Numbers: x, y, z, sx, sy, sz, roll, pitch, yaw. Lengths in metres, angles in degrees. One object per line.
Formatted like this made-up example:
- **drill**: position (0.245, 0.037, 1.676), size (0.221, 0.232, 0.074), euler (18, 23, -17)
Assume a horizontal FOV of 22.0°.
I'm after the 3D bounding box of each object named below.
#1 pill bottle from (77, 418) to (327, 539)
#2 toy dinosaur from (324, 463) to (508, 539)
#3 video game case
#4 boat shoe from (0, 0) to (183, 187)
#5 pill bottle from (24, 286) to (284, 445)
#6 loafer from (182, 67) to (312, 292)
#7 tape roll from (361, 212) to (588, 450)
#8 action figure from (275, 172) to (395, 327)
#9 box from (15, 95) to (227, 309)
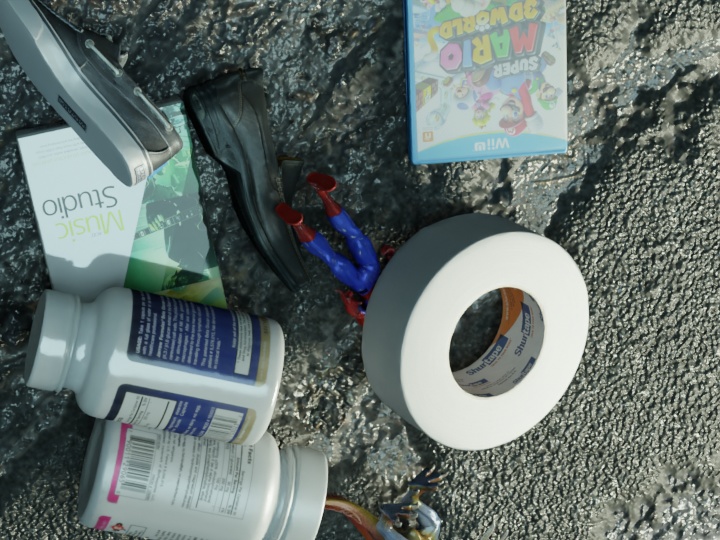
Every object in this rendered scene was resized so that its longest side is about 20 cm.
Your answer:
- **pill bottle**: position (-0.137, 0.185, 1.616), size (0.200, 0.113, 0.113), euler (14, 102, -14)
- **toy dinosaur**: position (0.069, 0.273, 1.721), size (0.200, 0.105, 0.182), euler (3, 123, 26)
- **video game case**: position (0.109, -0.196, 1.614), size (0.143, 0.018, 0.200), euler (-5, 106, -11)
- **boat shoe**: position (-0.222, -0.163, 1.517), size (0.068, 0.072, 0.200), euler (-37, 82, -23)
- **pill bottle**: position (-0.173, 0.075, 1.546), size (0.200, 0.111, 0.111), euler (13, 102, -16)
- **loafer**: position (-0.079, -0.077, 1.583), size (0.072, 0.073, 0.200), euler (-26, 109, -8)
- **tape roll**: position (0.101, 0.053, 1.620), size (0.200, 0.066, 0.200), euler (-12, 114, -30)
- **action figure**: position (0.000, 0.000, 1.605), size (0.065, 0.052, 0.200), euler (-49, 135, -12)
- **box**: position (-0.202, -0.037, 1.586), size (0.144, 0.036, 0.200), euler (-14, 108, -7)
